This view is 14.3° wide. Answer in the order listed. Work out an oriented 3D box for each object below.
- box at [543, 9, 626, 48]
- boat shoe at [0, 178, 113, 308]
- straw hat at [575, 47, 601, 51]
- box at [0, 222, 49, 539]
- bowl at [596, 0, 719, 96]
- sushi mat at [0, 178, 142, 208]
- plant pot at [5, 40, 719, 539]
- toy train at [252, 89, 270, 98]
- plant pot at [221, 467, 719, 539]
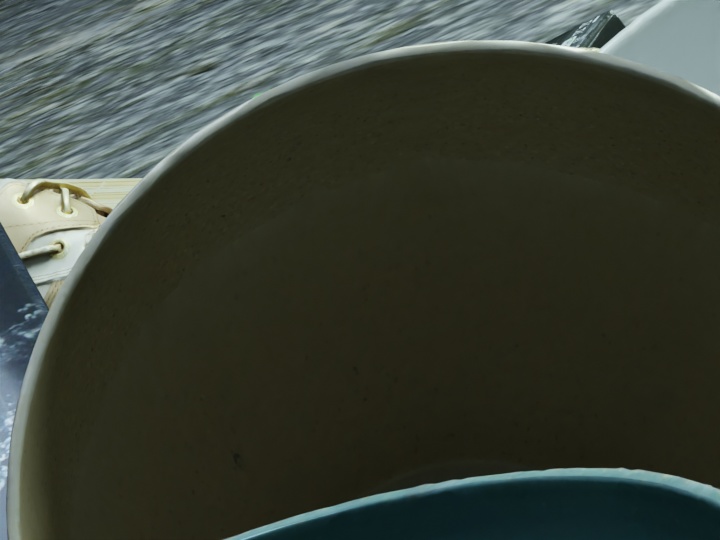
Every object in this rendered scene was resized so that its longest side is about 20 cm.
[{"bbox_3d":[0.000,0.000,1.069,0.193,0.048,0.200,-28,16,40],"label":"box"},{"bbox_3d":[-0.120,0.000,1.043,0.200,0.069,0.074,-21,-5,2],"label":"boat shoe"},{"bbox_3d":[0.085,0.022,0.876,0.201,0.085,0.201,8,37,-6],"label":"straw hat"},{"bbox_3d":[-0.170,0.080,0.824,0.200,0.118,0.197,-23,42,-12],"label":"box"},{"bbox_3d":[0.159,-0.005,0.794,0.199,0.075,0.200,26,37,24],"label":"bowl"},{"bbox_3d":[-0.157,-0.036,1.582,0.200,0.012,0.096,0,21,21],"label":"sushi mat"},{"bbox_3d":[0.029,0.068,0.648,0.200,0.201,0.135,-22,-21,-8],"label":"plant pot"},{"bbox_3d":[-0.055,-0.050,1.506,0.056,0.042,0.200,9,23,14],"label":"toy train"},{"bbox_3d":[-0.005,0.136,0.466,0.200,0.134,0.200,-20,13,5],"label":"plant pot"}]
